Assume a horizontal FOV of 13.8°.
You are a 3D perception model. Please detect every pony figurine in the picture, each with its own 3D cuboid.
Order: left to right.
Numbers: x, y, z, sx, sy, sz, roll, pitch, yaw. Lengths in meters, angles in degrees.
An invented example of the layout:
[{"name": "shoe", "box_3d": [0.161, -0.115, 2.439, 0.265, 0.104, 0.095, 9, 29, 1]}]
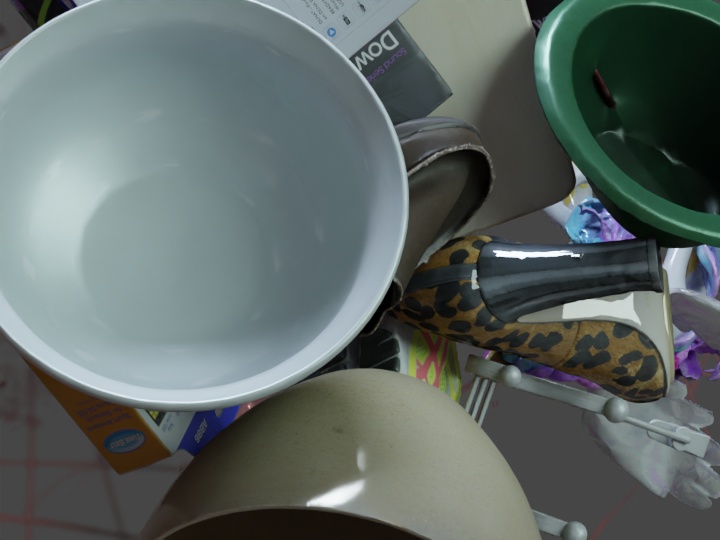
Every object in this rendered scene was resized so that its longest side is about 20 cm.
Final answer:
[{"name": "pony figurine", "box_3d": [0.163, 0.024, 1.719, 0.192, 0.167, 0.200, 27, 47, -2]}]

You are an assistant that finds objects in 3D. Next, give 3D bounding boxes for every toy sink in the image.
[{"name": "toy sink", "box_3d": [0.015, -0.117, 1.544, 0.112, 0.130, 0.201, -153, -136, -78]}]

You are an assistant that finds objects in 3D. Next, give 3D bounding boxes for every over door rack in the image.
[{"name": "over door rack", "box_3d": [0.110, 0.136, 1.578, 0.200, 0.066, 0.148, 20, 90, -47]}]

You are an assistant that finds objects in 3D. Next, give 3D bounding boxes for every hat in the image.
[{"name": "hat", "box_3d": [0.143, -0.034, 1.566, 0.199, 0.176, 0.166, 6, 54, -25]}]

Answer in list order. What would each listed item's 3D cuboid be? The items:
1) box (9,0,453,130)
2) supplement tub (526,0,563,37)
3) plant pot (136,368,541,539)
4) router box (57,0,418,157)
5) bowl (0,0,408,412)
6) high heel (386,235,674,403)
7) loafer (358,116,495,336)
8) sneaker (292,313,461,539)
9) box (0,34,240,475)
[{"name": "box", "box_3d": [-0.069, -0.119, 1.449, 0.200, 0.143, 0.036, 51, -7, -14]}, {"name": "supplement tub", "box_3d": [0.094, -0.237, 1.759, 0.201, 0.122, 0.123, 63, 34, -10]}, {"name": "plant pot", "box_3d": [-0.002, 0.125, 1.371, 0.200, 0.200, 0.135, 47, 37, -29]}, {"name": "router box", "box_3d": [-0.068, -0.179, 1.400, 0.179, 0.049, 0.200, -39, 103, -8]}, {"name": "bowl", "box_3d": [-0.082, -0.017, 1.325, 0.090, 0.200, 0.202, 103, -12, -66]}, {"name": "high heel", "box_3d": [0.090, 0.028, 1.551, 0.200, 0.142, 0.072, 66, 20, -68]}, {"name": "loafer", "box_3d": [0.000, 0.000, 1.425, 0.200, 0.071, 0.073, -39, 141, -28]}, {"name": "sneaker", "box_3d": [0.017, 0.068, 1.532, 0.090, 0.078, 0.200, 49, 38, -30]}, {"name": "box", "box_3d": [-0.125, 0.000, 1.406, 0.200, 0.041, 0.119, 55, 36, -24]}]
